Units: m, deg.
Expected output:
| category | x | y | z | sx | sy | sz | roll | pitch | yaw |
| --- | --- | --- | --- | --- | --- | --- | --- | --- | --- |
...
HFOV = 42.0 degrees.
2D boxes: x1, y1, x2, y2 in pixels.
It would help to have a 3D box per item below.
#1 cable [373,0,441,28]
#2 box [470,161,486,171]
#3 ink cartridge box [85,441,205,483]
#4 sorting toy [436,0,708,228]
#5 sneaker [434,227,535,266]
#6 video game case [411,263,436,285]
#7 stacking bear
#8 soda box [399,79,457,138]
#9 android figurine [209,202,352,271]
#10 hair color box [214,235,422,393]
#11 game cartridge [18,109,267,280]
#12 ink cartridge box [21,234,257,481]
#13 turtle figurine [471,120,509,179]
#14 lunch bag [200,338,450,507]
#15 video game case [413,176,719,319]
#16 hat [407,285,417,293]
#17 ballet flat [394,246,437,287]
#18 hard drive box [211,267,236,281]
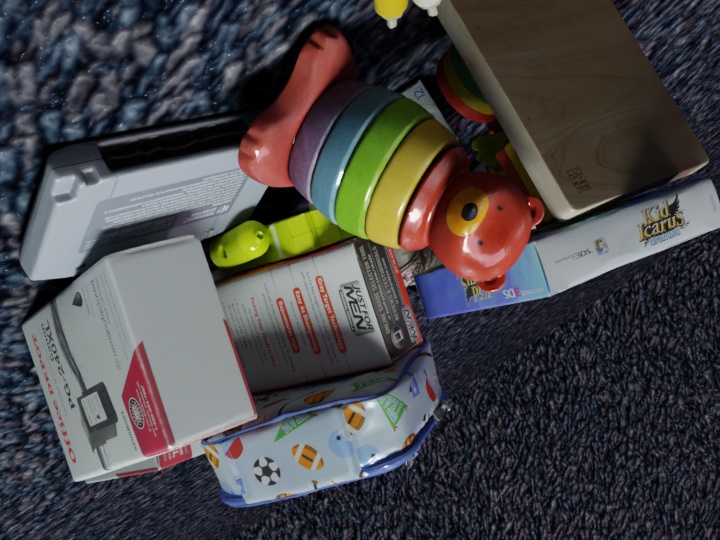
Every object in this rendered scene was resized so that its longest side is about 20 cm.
| category | x | y | z | sx | sy | sz | roll | pitch | yaw |
| --- | --- | --- | --- | --- | --- | --- | --- | --- | --- |
| cable | 0.026 | -0.214 | 0.557 | 0.096 | 0.051 | 0.200 | -34 | 165 | 11 |
| box | 0.249 | -0.129 | 1.126 | 0.199 | 0.106 | 0.184 | -13 | 155 | -51 |
| ink cartridge box | -0.208 | 0.171 | 1.088 | 0.144 | 0.084 | 0.199 | -18 | 176 | 39 |
| sorting toy | 0.162 | -0.138 | 0.773 | 0.198 | 0.201 | 0.070 | -19 | 165 | -38 |
| sneaker | 0.134 | -0.041 | 1.018 | 0.200 | 0.074 | 0.082 | -49 | -173 | -18 |
| video game case | -0.012 | -0.003 | 1.018 | 0.196 | 0.022 | 0.183 | -11 | 164 | -3 |
| stacking bear | 0.032 | -0.065 | 0.673 | 0.122 | 0.199 | 0.114 | -56 | 163 | -5 |
| soda box | 0.061 | -0.104 | 0.905 | 0.063 | 0.069 | 0.200 | -32 | 164 | 3 |
| android figurine | -0.040 | -0.042 | 0.827 | 0.180 | 0.042 | 0.199 | -22 | -176 | -34 |
| hair color box | -0.055 | 0.041 | 0.798 | 0.198 | 0.103 | 0.061 | -15 | -174 | 34 |
| game cartridge | -0.154 | -0.055 | 0.705 | 0.198 | 0.041 | 0.134 | -19 | 155 | -40 |
| ink cartridge box | -0.183 | 0.077 | 0.747 | 0.083 | 0.147 | 0.199 | -16 | 173 | -40 |
| turtle figurine | 0.133 | -0.099 | 0.882 | 0.063 | 0.203 | 0.161 | 8 | 166 | 13 |
| lunch bag | -0.023 | 0.123 | 0.787 | 0.197 | 0.077 | 0.160 | -16 | -172 | 22 |
| video game case | 0.165 | -0.016 | 0.784 | 0.179 | 0.046 | 0.199 | -21 | -179 | -24 |
| hat | 0.135 | -0.045 | 1.175 | 0.197 | 0.082 | 0.201 | -10 | -155 | 5 |
| ballet flat | 0.000 | 0.000 | 0.869 | 0.199 | 0.068 | 0.075 | -36 | 153 | -2 |
| hard drive box | -0.109 | 0.113 | 0.973 | 0.076 | 0.202 | 0.156 | -30 | 165 | -7 |
